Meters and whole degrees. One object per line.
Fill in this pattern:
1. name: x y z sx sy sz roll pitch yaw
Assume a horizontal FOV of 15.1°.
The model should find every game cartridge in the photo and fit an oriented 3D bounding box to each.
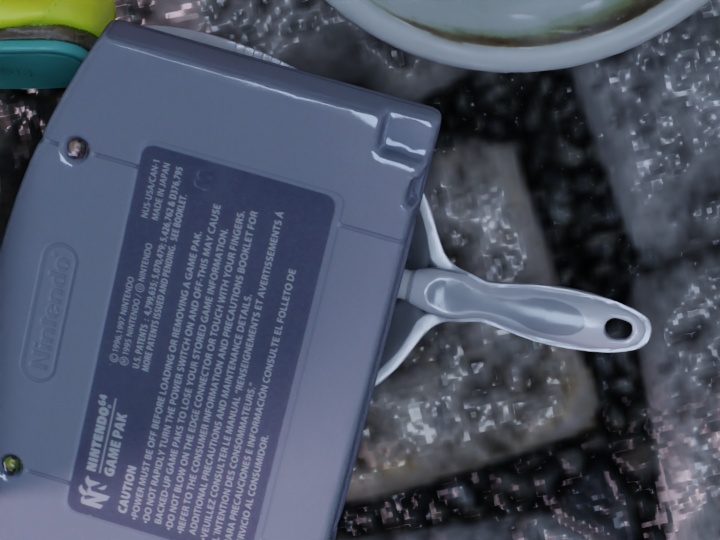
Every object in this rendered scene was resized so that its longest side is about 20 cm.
1. game cartridge: -0.059 0.022 0.915 0.133 0.041 0.200 15 111 1

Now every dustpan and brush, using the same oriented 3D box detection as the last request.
1. dustpan and brush: 0.000 0.000 0.940 0.199 0.057 0.140 11 97 -3

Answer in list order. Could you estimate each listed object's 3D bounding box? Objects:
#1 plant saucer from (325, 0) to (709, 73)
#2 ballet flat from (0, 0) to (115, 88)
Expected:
1. plant saucer: 0.055 -0.167 0.912 0.199 0.050 0.201 -4 115 -9
2. ballet flat: -0.184 -0.092 0.928 0.199 0.067 0.067 -4 76 -4
